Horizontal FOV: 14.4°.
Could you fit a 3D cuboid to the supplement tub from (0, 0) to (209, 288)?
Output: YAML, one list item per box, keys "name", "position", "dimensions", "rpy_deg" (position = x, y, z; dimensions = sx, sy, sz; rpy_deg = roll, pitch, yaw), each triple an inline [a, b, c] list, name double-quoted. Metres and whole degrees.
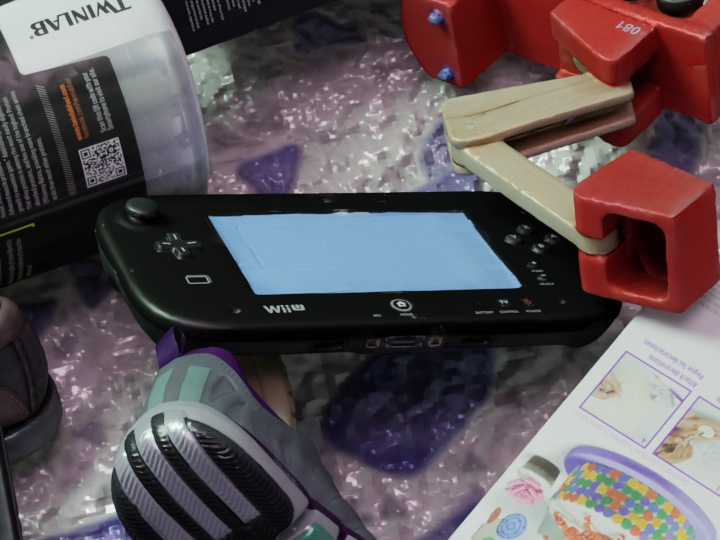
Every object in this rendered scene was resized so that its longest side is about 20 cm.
- name: "supplement tub"
  position: [-0.170, -0.048, 1.131]
  dimensions: [0.199, 0.123, 0.123]
  rpy_deg: [-20, 58, -16]

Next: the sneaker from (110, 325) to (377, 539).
- name: "sneaker"
  position: [-0.008, 0.105, 1.000]
  dimensions: [0.074, 0.200, 0.088]
  rpy_deg: [-28, 25, 18]

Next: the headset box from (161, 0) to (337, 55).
- name: "headset box"
  position: [-0.018, -0.201, 1.215]
  dimensions: [0.199, 0.093, 0.174]
  rpy_deg: [-19, 40, -7]

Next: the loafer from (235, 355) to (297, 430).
- name: "loafer"
  position: [-0.056, 0.108, 1.062]
  dimensions: [0.067, 0.076, 0.201]
  rpy_deg: [-2, 58, -4]

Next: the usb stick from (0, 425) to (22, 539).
- name: "usb stick"
  position: [-0.143, 0.147, 1.046]
  dimensions: [0.055, 0.033, 0.201]
  rpy_deg: [-10, 71, -8]

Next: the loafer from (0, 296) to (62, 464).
- name: "loafer"
  position: [-0.218, 0.057, 1.108]
  dimensions: [0.199, 0.063, 0.072]
  rpy_deg: [-15, 37, -7]

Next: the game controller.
- name: "game controller"
  position: [0.000, 0.000, 1.098]
  dimensions: [0.199, 0.042, 0.104]
  rpy_deg: [-2, 21, -22]

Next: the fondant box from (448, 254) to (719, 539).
- name: "fondant box"
  position: [0.127, 0.106, 1.058]
  dimensions: [0.144, 0.058, 0.200]
  rpy_deg: [32, 65, 23]

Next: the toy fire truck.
- name: "toy fire truck"
  position: [0.081, -0.068, 1.140]
  dimensions: [0.199, 0.049, 0.141]
  rpy_deg: [23, 50, 34]
